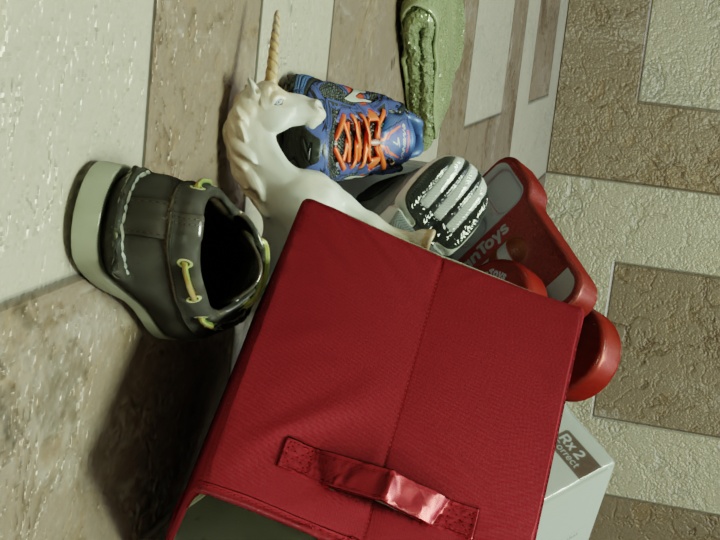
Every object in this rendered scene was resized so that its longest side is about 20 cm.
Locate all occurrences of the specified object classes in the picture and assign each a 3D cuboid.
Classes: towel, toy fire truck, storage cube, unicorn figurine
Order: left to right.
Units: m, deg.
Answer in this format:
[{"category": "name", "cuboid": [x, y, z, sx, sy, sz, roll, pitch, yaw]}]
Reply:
[{"category": "unicorn figurine", "cuboid": [-0.026, -0.028, 0.789, 0.074, 0.137, 0.201, -60, 173, -52]}, {"category": "storage cube", "cuboid": [0.000, 0.102, 0.735, 0.200, 0.170, 0.180, 117, -7, -58]}, {"category": "towel", "cuboid": [0.072, -0.225, 1.255, 0.200, 0.036, 0.149, 80, 21, -55]}, {"category": "toy fire truck", "cuboid": [0.074, 0.037, 0.937, 0.112, 0.200, 0.168, 27, 26, -40]}]

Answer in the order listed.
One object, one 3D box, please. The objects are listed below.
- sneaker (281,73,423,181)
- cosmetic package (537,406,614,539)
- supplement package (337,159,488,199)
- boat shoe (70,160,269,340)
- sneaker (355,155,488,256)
[{"category": "sneaker", "cuboid": [-0.003, -0.096, 0.906, 0.200, 0.078, 0.076, -43, 139, -71]}, {"category": "cosmetic package", "cuboid": [0.073, 0.185, 1.053, 0.164, 0.165, 0.201, -24, 142, -25]}, {"category": "supplement package", "cuboid": [0.051, -0.031, 1.103, 0.200, 0.117, 0.118, -18, 118, -76]}, {"category": "boat shoe", "cuboid": [-0.079, -0.001, 0.666, 0.201, 0.060, 0.072, 44, 55, -75]}, {"category": "sneaker", "cuboid": [0.000, 0.000, 0.937, 0.200, 0.075, 0.115, -43, -164, -8]}]
